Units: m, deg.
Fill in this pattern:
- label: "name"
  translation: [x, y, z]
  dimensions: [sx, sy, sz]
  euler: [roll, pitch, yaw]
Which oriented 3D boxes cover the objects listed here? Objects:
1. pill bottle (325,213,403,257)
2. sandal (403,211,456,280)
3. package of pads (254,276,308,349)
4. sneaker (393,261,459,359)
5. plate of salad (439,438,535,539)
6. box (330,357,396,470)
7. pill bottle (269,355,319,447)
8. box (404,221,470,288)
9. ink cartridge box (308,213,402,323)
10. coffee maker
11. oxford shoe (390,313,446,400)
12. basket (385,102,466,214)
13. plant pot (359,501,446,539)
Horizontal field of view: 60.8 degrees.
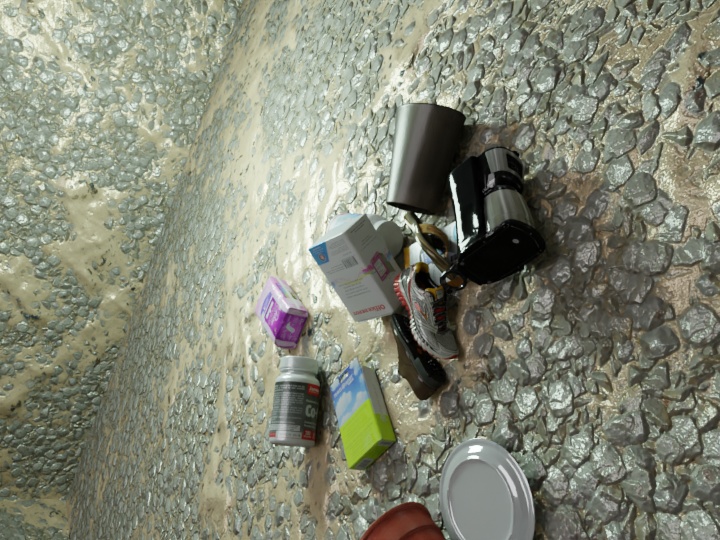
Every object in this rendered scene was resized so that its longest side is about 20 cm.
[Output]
- label: "pill bottle"
  translation: [0.009, -0.076, 1.421]
  dimensions: [0.198, 0.107, 0.112]
  euler: [9, 83, 56]
- label: "sandal"
  translation: [0.141, -0.062, 1.198]
  dimensions: [0.054, 0.080, 0.202]
  euler: [-37, 39, 11]
- label: "package of pads"
  translation: [-0.223, 0.116, 1.708]
  dimensions: [0.200, 0.074, 0.123]
  euler: [45, 115, 53]
- label: "sneaker"
  translation: [0.132, 0.076, 1.168]
  dimensions: [0.082, 0.077, 0.203]
  euler: [-45, 63, 40]
- label: "plate of salad"
  translation: [0.205, 0.377, 0.993]
  dimensions: [0.198, 0.047, 0.207]
  euler: [-10, 78, 51]
- label: "box"
  translation: [0.000, 0.306, 1.322]
  dimensions: [0.122, 0.047, 0.203]
  euler: [-49, 40, 30]
- label: "pill bottle"
  translation: [-0.156, 0.318, 1.488]
  dimensions: [0.113, 0.112, 0.206]
  euler: [-19, 61, 50]
- label: "box"
  translation: [0.166, -0.020, 1.230]
  dimensions: [0.198, 0.041, 0.122]
  euler: [-26, 55, 45]
- label: "ink cartridge box"
  translation: [0.000, 0.000, 1.323]
  dimensions: [0.084, 0.203, 0.143]
  euler: [-41, 14, -37]
- label: "coffee maker"
  translation: [0.211, -0.093, 1.079]
  dimensions: [0.188, 0.135, 0.204]
  euler: [-18, 45, 19]
- label: "oxford shoe"
  translation: [0.095, 0.170, 1.224]
  dimensions: [0.085, 0.071, 0.202]
  euler: [-57, 36, 30]
- label: "basket"
  translation: [0.126, -0.231, 1.300]
  dimensions: [0.179, 0.133, 0.206]
  euler: [14, 91, 57]
- label: "plant pot"
  translation: [0.105, 0.514, 0.969]
  dimensions: [0.194, 0.198, 0.206]
  euler: [28, 99, 47]
